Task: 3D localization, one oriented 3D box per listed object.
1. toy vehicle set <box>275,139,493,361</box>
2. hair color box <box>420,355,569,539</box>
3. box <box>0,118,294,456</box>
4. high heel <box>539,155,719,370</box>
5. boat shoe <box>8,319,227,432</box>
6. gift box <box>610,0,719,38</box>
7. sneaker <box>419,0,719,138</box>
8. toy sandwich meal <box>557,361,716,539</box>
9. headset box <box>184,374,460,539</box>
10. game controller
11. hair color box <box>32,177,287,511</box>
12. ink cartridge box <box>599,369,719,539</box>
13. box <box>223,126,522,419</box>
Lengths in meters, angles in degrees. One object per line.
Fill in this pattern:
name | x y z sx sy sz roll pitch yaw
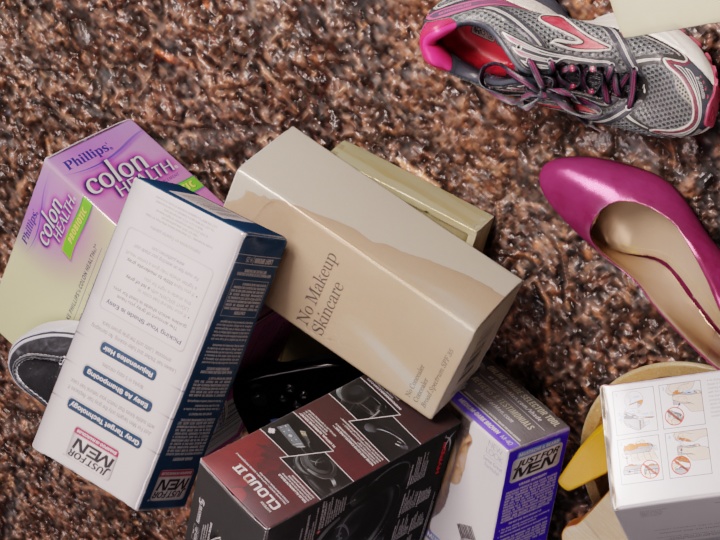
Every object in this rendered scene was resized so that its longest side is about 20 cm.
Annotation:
toy vehicle set | 0.012 0.018 1.519 0.124 0.027 0.201 29 128 16
hair color box | 0.080 0.170 1.516 0.109 0.065 0.201 40 133 40
box | -0.160 0.024 1.571 0.200 0.097 0.176 41 132 16
high heel | 0.189 -0.004 1.348 0.199 0.096 0.068 29 128 16
boat shoe | -0.191 0.090 1.515 0.199 0.068 0.072 16 121 33
gift box | 0.240 -0.227 1.143 0.186 0.184 0.201 -6 116 44
sneaker | 0.132 -0.125 1.332 0.199 0.075 0.081 19 125 22
toy sandwich meal | 0.223 0.157 1.435 0.204 0.070 0.206 15 123 25
headset box | -0.039 0.170 1.445 0.077 0.199 0.149 42 139 29
game controller | -0.021 0.136 1.556 0.104 0.042 0.201 -3 135 21
hair color box | -0.135 0.050 1.414 0.100 0.060 0.201 27 99 28
ink cartridge box | 0.262 0.123 1.317 0.199 0.084 0.176 -8 157 11
box | 0.000 0.000 1.448 0.199 0.078 0.095 33 129 13
